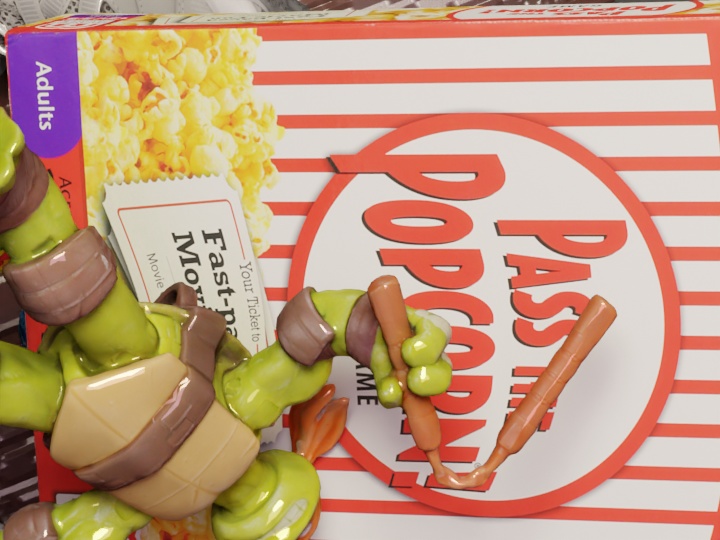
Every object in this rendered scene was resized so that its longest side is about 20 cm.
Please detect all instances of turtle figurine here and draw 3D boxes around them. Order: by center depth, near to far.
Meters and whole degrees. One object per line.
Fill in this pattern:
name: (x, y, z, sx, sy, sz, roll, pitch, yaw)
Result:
turtle figurine: (-0.051, 0.025, 0.707, 0.200, 0.065, 0.161, -34, 128, 22)

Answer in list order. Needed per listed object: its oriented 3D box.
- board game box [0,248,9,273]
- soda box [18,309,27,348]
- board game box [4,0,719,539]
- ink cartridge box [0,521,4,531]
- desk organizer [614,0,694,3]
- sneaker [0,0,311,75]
board game box: (-0.181, -0.056, 0.738, 0.102, 0.048, 0.200, -42, 86, -13)
soda box: (0.000, 0.000, 0.870, 0.199, 0.068, 0.064, -26, 88, -8)
board game box: (0.011, 0.007, 0.762, 0.199, 0.046, 0.152, 0, 101, 18)
ink cartridge box: (-0.194, 0.130, 0.846, 0.162, 0.057, 0.200, 39, 77, -1)
desk organizer: (0.124, -0.069, 0.843, 0.077, 0.072, 0.201, 30, 53, -32)
sneaker: (-0.074, -0.077, 0.856, 0.082, 0.075, 0.200, -47, 60, 5)
